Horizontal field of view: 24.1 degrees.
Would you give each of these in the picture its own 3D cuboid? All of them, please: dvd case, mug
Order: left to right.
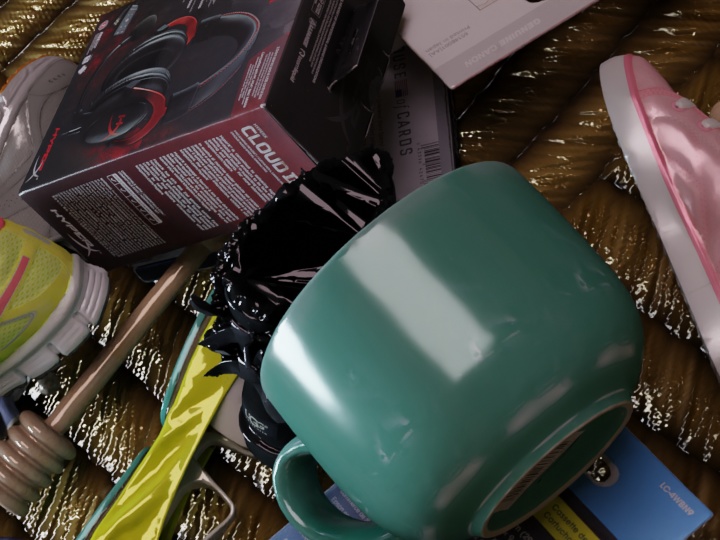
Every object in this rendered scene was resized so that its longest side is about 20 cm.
[{"bbox_3d":[-0.041,-0.081,1.004,0.199,0.025,0.151,-12,57,14],"label":"dvd case"},{"bbox_3d":[0.047,0.054,0.749,0.152,0.185,0.114,-33,67,-24],"label":"mug"}]

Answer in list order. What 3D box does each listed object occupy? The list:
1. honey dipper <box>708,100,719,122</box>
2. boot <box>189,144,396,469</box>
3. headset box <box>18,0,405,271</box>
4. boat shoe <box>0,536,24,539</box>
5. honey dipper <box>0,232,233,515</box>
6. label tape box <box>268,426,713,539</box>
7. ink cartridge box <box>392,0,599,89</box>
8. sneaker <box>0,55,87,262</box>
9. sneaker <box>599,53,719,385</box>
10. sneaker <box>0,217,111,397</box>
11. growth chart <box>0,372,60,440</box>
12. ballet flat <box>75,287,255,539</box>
[{"bbox_3d":[0.249,-0.154,0.925,0.038,0.038,0.200,30,77,33],"label":"honey dipper"},{"bbox_3d":[0.000,-0.001,0.837,0.073,0.163,0.198,33,63,22],"label":"boot"},{"bbox_3d":[-0.071,-0.096,0.916,0.200,0.075,0.149,-15,43,35],"label":"headset box"},{"bbox_3d":[-0.175,0.170,0.814,0.075,0.093,0.200,-44,16,-31],"label":"boat shoe"},{"bbox_3d":[-0.138,0.047,0.938,0.038,0.038,0.200,36,84,34],"label":"honey dipper"},{"bbox_3d":[0.052,0.146,0.809,0.200,0.066,0.143,-39,55,-7],"label":"label tape box"},{"bbox_3d":[0.090,-0.189,0.985,0.200,0.045,0.176,-31,53,-9],"label":"ink cartridge box"},{"bbox_3d":[-0.197,-0.042,1.027,0.092,0.076,0.200,21,58,1],"label":"sneaker"},{"bbox_3d":[0.197,-0.037,0.851,0.104,0.075,0.201,-25,62,12],"label":"sneaker"},{"bbox_3d":[-0.236,0.043,0.927,0.200,0.090,0.078,-42,31,8],"label":"sneaker"},{"bbox_3d":[-0.265,0.102,0.990,0.200,0.018,0.145,-47,56,-8],"label":"growth chart"},{"bbox_3d":[-0.087,0.099,0.900,0.067,0.067,0.200,26,74,10],"label":"ballet flat"}]
